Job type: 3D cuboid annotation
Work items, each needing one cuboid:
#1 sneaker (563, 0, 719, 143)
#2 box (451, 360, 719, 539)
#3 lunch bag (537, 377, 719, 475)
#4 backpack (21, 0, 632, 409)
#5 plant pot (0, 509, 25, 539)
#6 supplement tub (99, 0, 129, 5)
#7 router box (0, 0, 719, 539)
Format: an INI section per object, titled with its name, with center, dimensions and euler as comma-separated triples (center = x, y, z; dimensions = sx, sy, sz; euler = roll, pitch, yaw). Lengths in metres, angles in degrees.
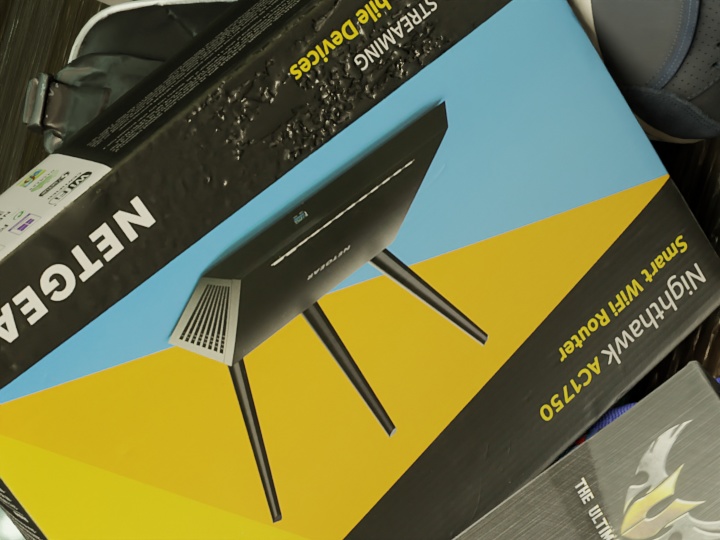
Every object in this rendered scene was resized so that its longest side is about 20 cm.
[sneaker]
center = 0.122, -0.083, 0.630
dimensions = 0.077, 0.146, 0.202
euler = -60, -30, -19
[box]
center = 0.059, 0.135, 0.531
dimensions = 0.158, 0.048, 0.200
euler = -38, 37, 10
[lunch bag]
center = 0.051, 0.123, 0.655
dimensions = 0.200, 0.094, 0.151
euler = -29, 34, 34
[backpack]
center = 0.000, 0.000, 0.792
dimensions = 0.199, 0.150, 0.178
euler = 0, 73, 31
[plant pot]
center = -0.146, 0.118, 1.165
dimensions = 0.134, 0.200, 0.201
euler = -22, 52, 39
[supplement tub]
center = -0.066, -0.229, 1.214
dimensions = 0.145, 0.144, 0.201
euler = -179, 102, -72
[router box]
center = -0.011, 0.008, 0.640
dimensions = 0.200, 0.149, 0.051
euler = -41, 24, -16
